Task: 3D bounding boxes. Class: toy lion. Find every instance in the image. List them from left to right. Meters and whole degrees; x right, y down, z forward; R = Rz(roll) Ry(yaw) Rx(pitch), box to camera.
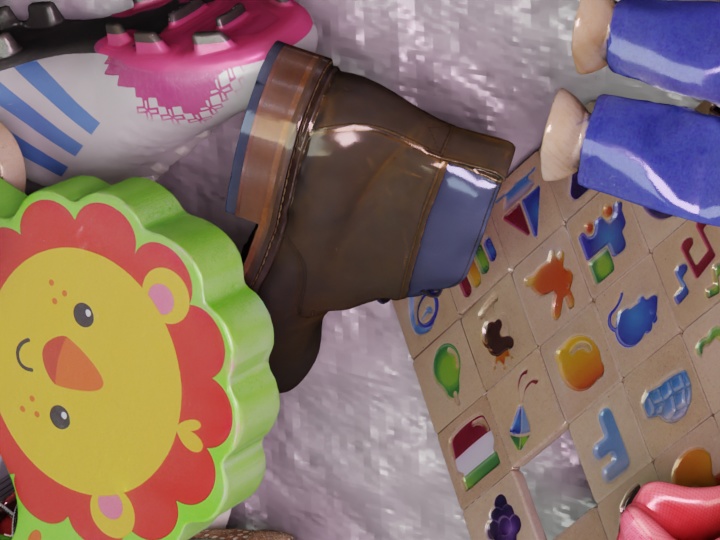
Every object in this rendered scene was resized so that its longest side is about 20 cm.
[{"bbox_3d":[-0.124,0.046,1.045,0.191,0.069,0.201,34,121,19],"label":"toy lion"}]

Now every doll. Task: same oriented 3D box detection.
[{"bbox_3d":[0.166,-0.048,0.900,0.199,0.048,0.137,15,77,10],"label":"doll"}]

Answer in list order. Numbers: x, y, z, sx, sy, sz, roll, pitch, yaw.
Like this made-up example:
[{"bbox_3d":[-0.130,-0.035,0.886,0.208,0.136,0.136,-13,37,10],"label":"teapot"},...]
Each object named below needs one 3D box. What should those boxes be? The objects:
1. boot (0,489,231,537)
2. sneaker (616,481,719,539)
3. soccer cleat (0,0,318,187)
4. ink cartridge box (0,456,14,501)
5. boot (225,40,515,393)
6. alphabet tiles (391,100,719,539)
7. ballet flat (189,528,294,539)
[{"bbox_3d":[-0.133,0.097,1.136,0.072,0.144,0.201,-119,36,-50],"label":"boot"},{"bbox_3d":[0.162,0.095,0.870,0.200,0.074,0.087,-13,111,41],"label":"sneaker"},{"bbox_3d":[-0.087,-0.066,1.091,0.199,0.070,0.087,0,119,41],"label":"soccer cleat"},{"bbox_3d":[-0.211,0.005,1.189,0.200,0.041,0.200,44,144,12],"label":"ink cartridge box"},{"bbox_3d":[0.000,0.000,1.038,0.097,0.075,0.200,17,148,7],"label":"boot"},{"bbox_3d":[0.091,0.025,0.987,0.200,0.008,0.168,-43,54,39],"label":"alphabet tiles"},{"bbox_3d":[-0.063,0.180,1.162,0.065,0.071,0.201,14,128,7],"label":"ballet flat"}]
